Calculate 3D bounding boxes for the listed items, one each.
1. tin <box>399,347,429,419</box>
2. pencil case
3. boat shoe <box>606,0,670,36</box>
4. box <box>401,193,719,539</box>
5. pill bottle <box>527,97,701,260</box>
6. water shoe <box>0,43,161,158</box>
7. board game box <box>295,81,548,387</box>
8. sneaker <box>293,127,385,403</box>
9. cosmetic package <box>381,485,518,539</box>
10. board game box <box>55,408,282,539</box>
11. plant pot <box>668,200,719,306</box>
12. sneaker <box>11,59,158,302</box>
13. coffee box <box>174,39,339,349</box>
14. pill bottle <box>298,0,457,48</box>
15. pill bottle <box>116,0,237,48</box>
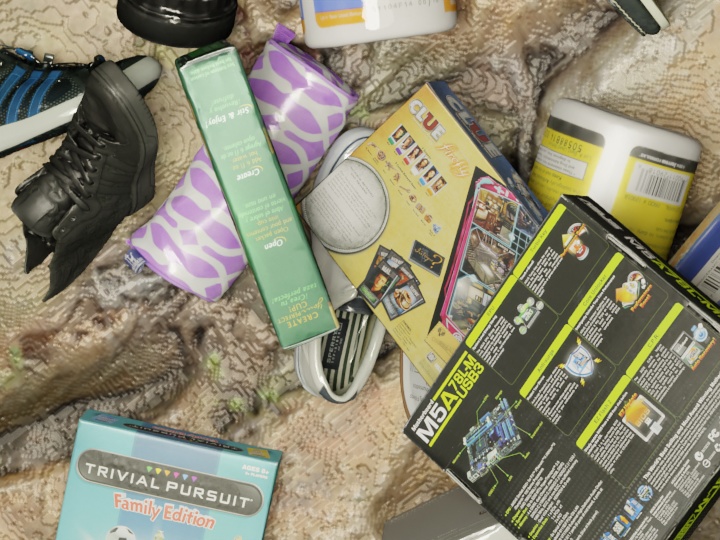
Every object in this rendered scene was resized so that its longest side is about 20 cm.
[{"bbox_3d":[0.067,0.032,1.624,0.042,0.112,0.201,-2,96,-23],"label":"tin"},{"bbox_3d":[-0.085,-0.072,1.639,0.200,0.084,0.085,-52,49,6],"label":"pencil case"},{"bbox_3d":[0.132,-0.227,1.611,0.199,0.075,0.066,45,99,-2],"label":"boat shoe"},{"bbox_3d":[0.151,0.087,1.463,0.193,0.047,0.200,42,110,27],"label":"box"},{"bbox_3d":[0.160,-0.013,1.615,0.111,0.111,0.201,18,97,1],"label":"pill bottle"},{"bbox_3d":[-0.244,-0.130,1.642,0.199,0.072,0.079,-21,90,3],"label":"water shoe"},{"bbox_3d":[0.064,-0.009,1.551,0.135,0.035,0.200,-41,78,22],"label":"board game box"},{"bbox_3d":[0.000,0.000,1.637,0.073,0.071,0.201,3,102,-21],"label":"sneaker"},{"bbox_3d":[0.074,0.210,1.602,0.106,0.200,0.090,-26,96,3],"label":"cosmetic package"},{"bbox_3d":[-0.152,0.218,1.689,0.150,0.047,0.201,12,97,1],"label":"board game box"},{"bbox_3d":[0.313,0.036,1.539,0.180,0.200,0.200,41,90,-23],"label":"plant pot"},{"bbox_3d":[-0.198,-0.061,1.605,0.104,0.200,0.060,-34,69,-18],"label":"sneaker"},{"bbox_3d":[-0.071,-0.054,1.538,0.044,0.123,0.201,-21,99,-3],"label":"coffee box"},{"bbox_3d":[0.002,-0.260,1.594,0.112,0.112,0.201,-7,96,4],"label":"pill bottle"},{"bbox_3d":[-0.115,-0.261,1.575,0.111,0.112,0.201,14,122,1],"label":"pill bottle"}]
